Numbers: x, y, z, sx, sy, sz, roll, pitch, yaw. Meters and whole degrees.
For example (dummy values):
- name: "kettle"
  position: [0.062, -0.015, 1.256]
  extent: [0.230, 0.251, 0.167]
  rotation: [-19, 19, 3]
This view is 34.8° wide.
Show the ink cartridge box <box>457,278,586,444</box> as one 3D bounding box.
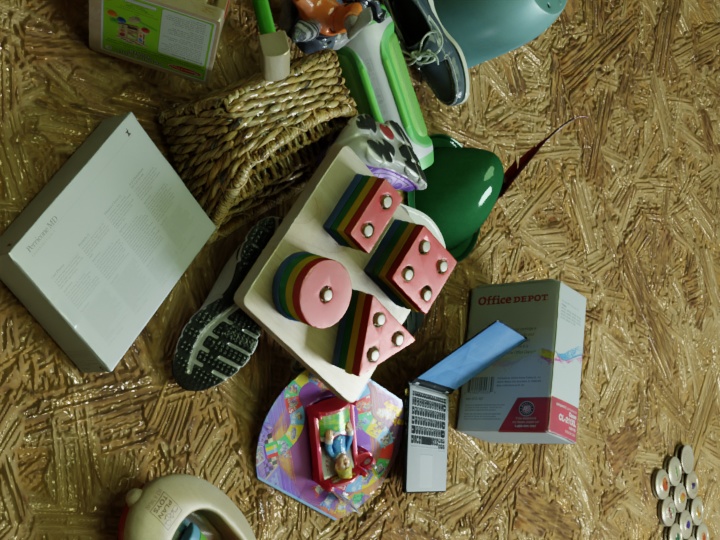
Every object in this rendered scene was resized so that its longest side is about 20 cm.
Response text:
- name: "ink cartridge box"
  position: [0.219, 0.124, 1.540]
  extent: [0.082, 0.144, 0.204]
  rotation: [25, 67, -45]

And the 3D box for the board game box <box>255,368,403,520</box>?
- name: "board game box"
  position: [-0.020, 0.195, 1.282]
  extent: [0.199, 0.039, 0.159]
  rotation: [37, 83, -38]

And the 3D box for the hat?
- name: "hat"
  position: [0.177, -0.117, 1.498]
  extent: [0.164, 0.174, 0.204]
  rotation: [19, 71, -46]

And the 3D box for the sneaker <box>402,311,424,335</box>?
- name: "sneaker"
  position: [0.032, 0.061, 1.385]
  extent: [0.199, 0.078, 0.080]
  rotation: [-14, 94, -51]

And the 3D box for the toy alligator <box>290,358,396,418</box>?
- name: "toy alligator"
  position: [-0.019, 0.139, 1.337]
  extent: [0.200, 0.059, 0.055]
  rotation: [44, 12, -35]

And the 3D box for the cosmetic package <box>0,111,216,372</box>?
- name: "cosmetic package"
  position: [-0.242, -0.028, 1.095]
  extent: [0.152, 0.051, 0.201]
  rotation: [57, 47, -30]

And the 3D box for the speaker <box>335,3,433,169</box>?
- name: "speaker"
  position: [0.026, -0.217, 1.407]
  extent: [0.088, 0.087, 0.203]
  rotation: [-35, 112, -45]

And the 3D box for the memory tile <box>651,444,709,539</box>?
- name: "memory tile"
  position: [0.562, 0.420, 2.002]
  extent: [0.152, 0.017, 0.203]
  rotation: [-26, 104, -48]

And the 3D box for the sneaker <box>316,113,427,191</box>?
- name: "sneaker"
  position: [0.010, -0.125, 1.303]
  extent: [0.199, 0.083, 0.082]
  rotation: [12, 51, -62]

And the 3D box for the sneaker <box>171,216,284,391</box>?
- name: "sneaker"
  position: [-0.130, 0.040, 1.203]
  extent: [0.073, 0.080, 0.201]
  rotation: [36, 74, -9]

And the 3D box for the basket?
- name: "basket"
  position: [-0.088, -0.135, 1.219]
  extent: [0.199, 0.141, 0.151]
  rotation: [-33, 109, -46]

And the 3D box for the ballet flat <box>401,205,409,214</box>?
- name: "ballet flat"
  position: [0.000, 0.000, 1.315]
  extent: [0.200, 0.067, 0.069]
  rotation: [-42, 126, -20]

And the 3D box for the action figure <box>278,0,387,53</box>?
- name: "action figure"
  position: [-0.072, -0.289, 1.259]
  extent: [0.197, 0.193, 0.106]
  rotation: [21, 90, -3]

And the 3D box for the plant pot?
- name: "plant pot"
  position: [0.186, -0.392, 1.560]
  extent: [0.199, 0.159, 0.205]
  rotation: [9, 78, -48]

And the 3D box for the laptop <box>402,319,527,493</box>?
- name: "laptop"
  position: [0.132, 0.173, 1.412]
  extent: [0.187, 0.114, 0.204]
  rotation: [28, 63, -68]

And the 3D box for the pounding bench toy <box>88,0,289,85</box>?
- name: "pounding bench toy"
  position: [-0.146, -0.282, 1.114]
  extent: [0.197, 0.124, 0.158]
  rotation: [16, 68, -7]

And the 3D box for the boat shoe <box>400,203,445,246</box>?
- name: "boat shoe"
  position: [0.031, -0.054, 1.405]
  extent: [0.199, 0.061, 0.074]
  rotation: [33, 85, -40]

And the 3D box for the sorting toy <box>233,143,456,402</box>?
- name: "sorting toy"
  position: [-0.001, 0.011, 1.198]
  extent: [0.200, 0.069, 0.200]
  rotation: [45, 70, -38]

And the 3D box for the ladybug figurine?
- name: "ladybug figurine"
  position: [-0.172, 0.280, 1.120]
  extent: [0.136, 0.071, 0.202]
  rotation: [-54, 125, -38]

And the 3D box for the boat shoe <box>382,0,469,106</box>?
- name: "boat shoe"
  position: [0.080, -0.302, 1.490]
  extent: [0.062, 0.074, 0.203]
  rotation: [-39, 113, -46]
